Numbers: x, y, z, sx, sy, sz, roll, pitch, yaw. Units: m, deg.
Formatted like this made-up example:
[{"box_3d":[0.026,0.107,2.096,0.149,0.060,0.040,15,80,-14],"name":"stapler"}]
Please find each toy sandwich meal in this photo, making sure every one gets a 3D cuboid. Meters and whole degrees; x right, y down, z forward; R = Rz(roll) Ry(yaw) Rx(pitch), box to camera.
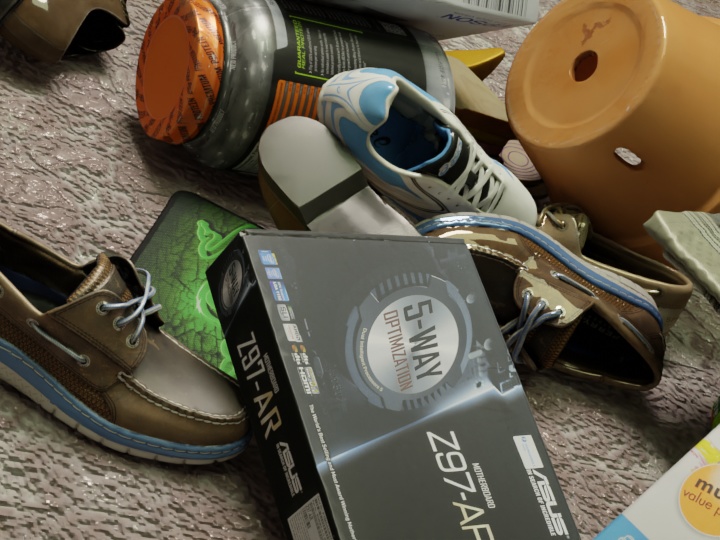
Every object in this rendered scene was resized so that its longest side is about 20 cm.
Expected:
[{"box_3d":[0.083,-0.130,1.254,0.204,0.071,0.206,21,30,-13],"name":"toy sandwich meal"}]

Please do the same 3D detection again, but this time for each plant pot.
[{"box_3d":[0.198,-0.116,1.157,0.140,0.200,0.201,32,21,-40],"name":"plant pot"}]

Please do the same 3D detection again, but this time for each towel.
[{"box_3d":[0.296,0.033,1.017,0.191,0.035,0.200,-2,44,-38],"name":"towel"}]

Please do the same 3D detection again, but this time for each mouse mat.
[{"box_3d":[-0.065,0.025,0.950,0.160,0.008,0.200,26,28,-3],"name":"mouse mat"}]

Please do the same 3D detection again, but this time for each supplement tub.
[{"box_3d":[-0.045,-0.122,1.082,0.199,0.123,0.123,8,34,-32],"name":"supplement tub"}]

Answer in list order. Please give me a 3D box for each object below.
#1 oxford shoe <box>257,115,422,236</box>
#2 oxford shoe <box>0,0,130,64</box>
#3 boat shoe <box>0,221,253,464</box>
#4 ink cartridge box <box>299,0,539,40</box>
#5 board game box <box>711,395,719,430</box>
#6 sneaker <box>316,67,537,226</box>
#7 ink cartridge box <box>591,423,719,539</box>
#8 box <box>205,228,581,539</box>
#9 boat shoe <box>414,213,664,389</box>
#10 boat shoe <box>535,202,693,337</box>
[{"box_3d":[0.000,0.000,0.977,0.071,0.071,0.201,-23,67,-20],"name":"oxford shoe"},{"box_3d":[-0.200,-0.191,1.131,0.084,0.073,0.200,42,30,-8],"name":"oxford shoe"},{"box_3d":[-0.139,0.032,0.808,0.199,0.073,0.072,25,29,-6],"name":"boat shoe"},{"box_3d":[-0.007,-0.200,1.139,0.198,0.041,0.199,6,-1,-32],"name":"ink cartridge box"},{"box_3d":[0.264,0.110,0.994,0.047,0.102,0.200,27,29,0],"name":"board game box"},{"box_3d":[0.054,-0.064,1.031,0.199,0.072,0.072,32,-7,-39],"name":"sneaker"},{"box_3d":[0.220,0.137,0.831,0.200,0.068,0.115,-40,62,-11],"name":"ink cartridge box"},{"box_3d":[0.018,0.076,0.840,0.159,0.044,0.201,3,57,-38],"name":"box"},{"box_3d":[0.117,0.023,1.025,0.199,0.073,0.073,17,32,-19],"name":"boat shoe"},{"box_3d":[0.142,-0.019,1.134,0.199,0.065,0.071,29,29,2],"name":"boat shoe"}]
